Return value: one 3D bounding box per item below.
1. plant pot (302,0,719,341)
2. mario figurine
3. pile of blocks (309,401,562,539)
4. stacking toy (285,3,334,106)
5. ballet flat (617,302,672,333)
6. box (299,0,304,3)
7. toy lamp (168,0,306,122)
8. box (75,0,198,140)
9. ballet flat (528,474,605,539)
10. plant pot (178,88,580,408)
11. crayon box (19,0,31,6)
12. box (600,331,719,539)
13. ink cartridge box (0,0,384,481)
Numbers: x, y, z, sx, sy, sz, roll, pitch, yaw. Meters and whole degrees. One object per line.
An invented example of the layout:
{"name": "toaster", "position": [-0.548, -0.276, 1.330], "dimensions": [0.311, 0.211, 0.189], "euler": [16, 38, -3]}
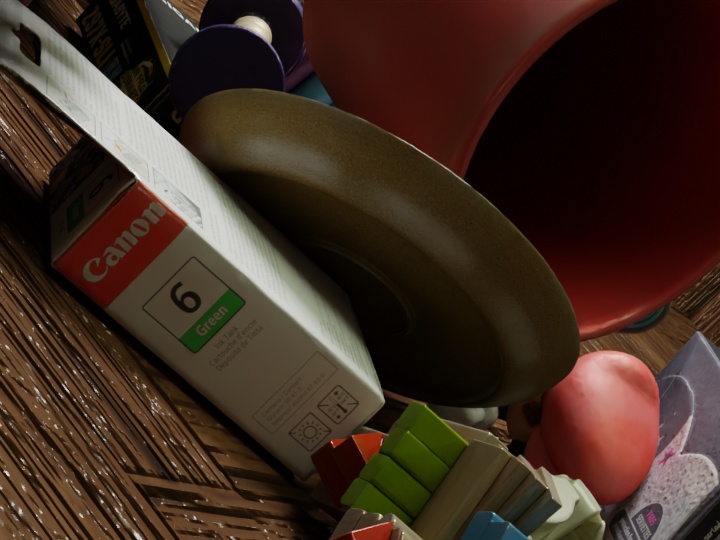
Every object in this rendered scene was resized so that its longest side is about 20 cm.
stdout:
{"name": "plant pot", "position": [0.075, -0.093, 0.989], "dimensions": [0.200, 0.201, 0.177], "euler": [35, 8, -48]}
{"name": "mario figurine", "position": [0.081, 0.074, 1.135], "dimensions": [0.200, 0.123, 0.106], "euler": [-134, -148, -58]}
{"name": "pile of blocks", "position": [0.022, 0.092, 0.730], "dimensions": [0.062, 0.082, 0.200], "euler": [42, 11, -23]}
{"name": "stacking toy", "position": [-0.002, -0.065, 1.301], "dimensions": [0.200, 0.085, 0.085], "euler": [50, 10, 1]}
{"name": "ballet flat", "position": [0.083, -0.032, 1.177], "dimensions": [0.199, 0.068, 0.064], "euler": [30, 5, -1]}
{"name": "box", "position": [-0.059, -0.219, 1.279], "dimensions": [0.199, 0.109, 0.128], "euler": [4, 11, 3]}
{"name": "toy lamp", "position": [-0.054, -0.105, 1.018], "dimensions": [0.058, 0.058, 0.200], "euler": [44, 11, -11]}
{"name": "box", "position": [-0.055, -0.056, 1.121], "dimensions": [0.200, 0.049, 0.160], "euler": [41, 13, -29]}
{"name": "ballet flat", "position": [0.071, 0.115, 0.900], "dimensions": [0.072, 0.072, 0.200], "euler": [49, 9, 17]}
{"name": "plant pot", "position": [0.000, 0.000, 0.917], "dimensions": [0.200, 0.028, 0.200], "euler": [28, -24, 14]}
{"name": "crayon box", "position": [-0.155, -0.201, 1.074], "dimensions": [0.058, 0.119, 0.200], "euler": [44, 10, -17]}
{"name": "box", "position": [0.187, 0.136, 1.109], "dimensions": [0.115, 0.132, 0.200], "euler": [41, 10, -9]}
{"name": "ink cartridge box", "position": [-0.081, -0.015, 0.830], "dimensions": [0.200, 0.050, 0.109], "euler": [42, 10, -20]}
